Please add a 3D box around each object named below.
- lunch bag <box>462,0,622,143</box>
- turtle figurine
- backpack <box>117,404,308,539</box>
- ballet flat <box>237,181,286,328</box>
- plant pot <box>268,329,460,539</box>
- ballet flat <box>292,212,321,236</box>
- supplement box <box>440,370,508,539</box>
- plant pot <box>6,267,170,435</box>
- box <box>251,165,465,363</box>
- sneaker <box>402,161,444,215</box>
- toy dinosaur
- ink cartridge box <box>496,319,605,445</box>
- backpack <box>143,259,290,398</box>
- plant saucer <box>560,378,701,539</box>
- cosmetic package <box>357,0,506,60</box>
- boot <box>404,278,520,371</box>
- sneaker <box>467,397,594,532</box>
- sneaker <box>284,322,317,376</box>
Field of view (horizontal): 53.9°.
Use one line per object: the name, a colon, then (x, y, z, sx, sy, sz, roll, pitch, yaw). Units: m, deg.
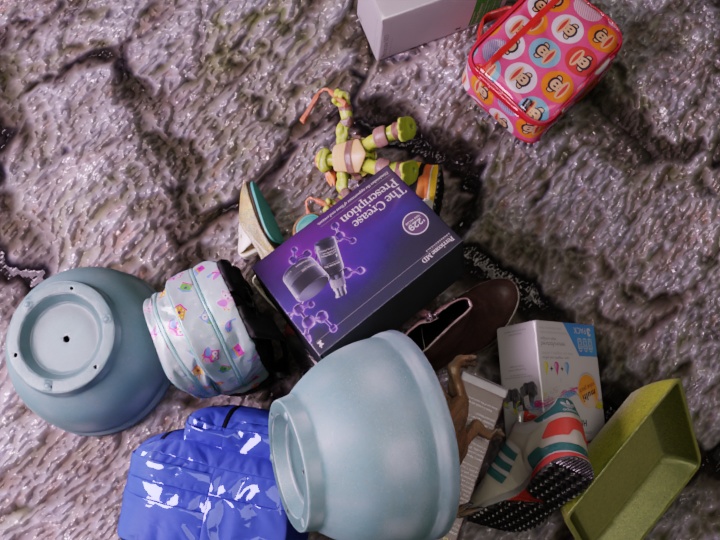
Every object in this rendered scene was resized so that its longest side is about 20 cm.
lunch bag: (0.238, -0.295, 0.970, 0.176, 0.082, 0.200, 43, 78, 11)
turtle figurine: (-0.003, -0.136, 0.911, 0.158, 0.064, 0.206, 1, 85, 34)
backpack: (-0.158, 0.237, 0.791, 0.194, 0.163, 0.173, 4, 78, 8)
ballet flat: (-0.118, -0.017, 0.899, 0.070, 0.071, 0.203, -29, 80, -8)
plant pot: (-0.011, 0.169, 0.675, 0.131, 0.200, 0.206, -8, 77, -23)
ballet flat: (-0.021, 0.021, 0.887, 0.067, 0.072, 0.202, -34, 82, -10)
supplement box: (0.105, 0.228, 0.827, 0.060, 0.109, 0.204, 20, 76, 6)
plant pot: (-0.323, 0.086, 0.823, 0.194, 0.134, 0.206, 1, 77, -2)
box: (0.000, 0.000, 0.795, 0.199, 0.079, 0.141, -38, 63, -11)
sneaker: (0.048, -0.046, 0.915, 0.088, 0.070, 0.205, 12, 76, 16)
toy dinosaur: (0.081, 0.171, 0.712, 0.084, 0.204, 0.136, -4, 31, 27)
ink cartridge box: (0.230, 0.168, 0.843, 0.113, 0.067, 0.206, 6, 75, -35)
backpack: (-0.164, 0.070, 0.805, 0.125, 0.200, 0.169, -33, 81, -9)
plant saucer: (0.305, 0.239, 0.820, 0.200, 0.201, 0.048, -45, 40, -12)
cosmetic package: (0.099, -0.378, 0.965, 0.196, 0.108, 0.087, -23, 80, -6)
boot: (0.123, 0.061, 0.834, 0.198, 0.167, 0.073, -35, 77, -9)
sneaker: (0.180, 0.211, 0.769, 0.069, 0.201, 0.095, 19, 48, -11)
sneaker: (-0.034, 0.146, 0.837, 0.097, 0.071, 0.202, -38, 94, -33)
